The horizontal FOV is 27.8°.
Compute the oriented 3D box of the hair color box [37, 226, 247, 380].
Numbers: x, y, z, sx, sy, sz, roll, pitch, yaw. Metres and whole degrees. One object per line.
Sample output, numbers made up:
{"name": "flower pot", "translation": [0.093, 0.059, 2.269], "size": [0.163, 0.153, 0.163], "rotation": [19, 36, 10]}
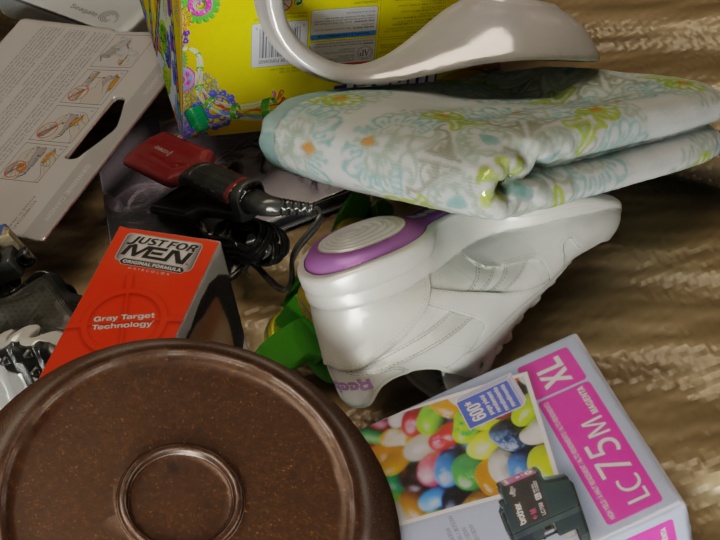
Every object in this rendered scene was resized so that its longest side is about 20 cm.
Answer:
{"name": "hair color box", "translation": [-0.120, 0.086, 0.717], "size": [0.061, 0.102, 0.201], "rotation": [8, 50, 15]}

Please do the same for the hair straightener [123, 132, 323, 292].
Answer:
{"name": "hair straightener", "translation": [-0.070, -0.031, 0.817], "size": [0.041, 0.077, 0.199], "rotation": [-37, 26, -22]}

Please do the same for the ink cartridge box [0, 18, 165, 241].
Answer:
{"name": "ink cartridge box", "translation": [-0.214, -0.087, 0.974], "size": [0.175, 0.045, 0.201], "rotation": [10, 52, 31]}

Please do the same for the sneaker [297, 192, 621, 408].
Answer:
{"name": "sneaker", "translation": [0.056, 0.008, 0.759], "size": [0.199, 0.100, 0.075], "rotation": [-19, 18, -30]}

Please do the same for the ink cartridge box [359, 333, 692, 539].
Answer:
{"name": "ink cartridge box", "translation": [0.038, 0.116, 0.675], "size": [0.199, 0.042, 0.120], "rotation": [-25, 42, -1]}

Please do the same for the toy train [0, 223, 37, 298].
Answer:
{"name": "toy train", "translation": [-0.281, 0.013, 0.889], "size": [0.199, 0.034, 0.046], "rotation": [-17, 42, 20]}

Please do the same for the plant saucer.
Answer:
{"name": "plant saucer", "translation": [-0.078, 0.105, 0.620], "size": [0.198, 0.035, 0.201], "rotation": [5, 52, -6]}

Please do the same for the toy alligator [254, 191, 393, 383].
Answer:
{"name": "toy alligator", "translation": [0.000, 0.000, 0.801], "size": [0.054, 0.059, 0.201], "rotation": [35, 50, -7]}

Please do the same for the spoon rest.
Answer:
{"name": "spoon rest", "translation": [0.037, -0.127, 0.803], "size": [0.198, 0.061, 0.099], "rotation": [6, 8, -16]}

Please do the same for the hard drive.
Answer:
{"name": "hard drive", "translation": [-0.169, -0.250, 1.122], "size": [0.131, 0.027, 0.200], "rotation": [22, 58, 27]}

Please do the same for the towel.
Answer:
{"name": "towel", "translation": [0.072, -0.074, 0.767], "size": [0.199, 0.049, 0.171], "rotation": [-17, 19, -39]}

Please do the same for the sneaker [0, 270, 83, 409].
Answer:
{"name": "sneaker", "translation": [-0.204, 0.041, 0.832], "size": [0.199, 0.067, 0.091], "rotation": [1, 31, 34]}

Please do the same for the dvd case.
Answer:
{"name": "dvd case", "translation": [-0.070, -0.074, 0.924], "size": [0.199, 0.016, 0.149], "rotation": [-21, 42, 1]}

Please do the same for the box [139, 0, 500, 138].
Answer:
{"name": "box", "translation": [-0.031, -0.193, 0.907], "size": [0.198, 0.123, 0.193], "rotation": [-7, 41, -14]}
